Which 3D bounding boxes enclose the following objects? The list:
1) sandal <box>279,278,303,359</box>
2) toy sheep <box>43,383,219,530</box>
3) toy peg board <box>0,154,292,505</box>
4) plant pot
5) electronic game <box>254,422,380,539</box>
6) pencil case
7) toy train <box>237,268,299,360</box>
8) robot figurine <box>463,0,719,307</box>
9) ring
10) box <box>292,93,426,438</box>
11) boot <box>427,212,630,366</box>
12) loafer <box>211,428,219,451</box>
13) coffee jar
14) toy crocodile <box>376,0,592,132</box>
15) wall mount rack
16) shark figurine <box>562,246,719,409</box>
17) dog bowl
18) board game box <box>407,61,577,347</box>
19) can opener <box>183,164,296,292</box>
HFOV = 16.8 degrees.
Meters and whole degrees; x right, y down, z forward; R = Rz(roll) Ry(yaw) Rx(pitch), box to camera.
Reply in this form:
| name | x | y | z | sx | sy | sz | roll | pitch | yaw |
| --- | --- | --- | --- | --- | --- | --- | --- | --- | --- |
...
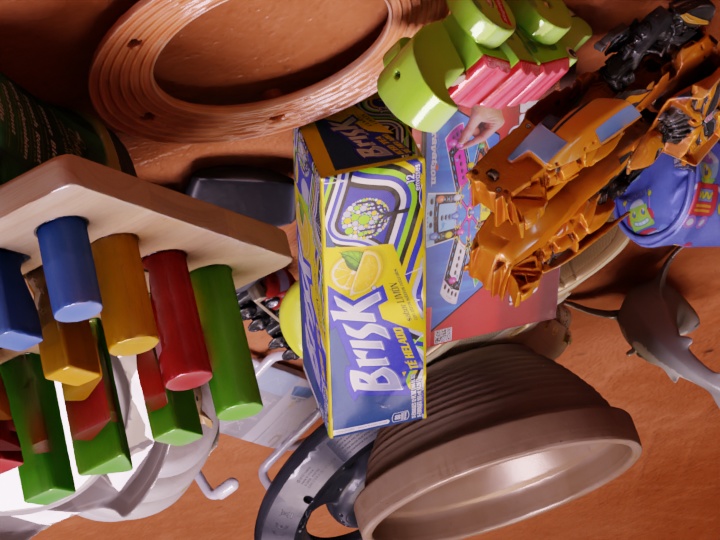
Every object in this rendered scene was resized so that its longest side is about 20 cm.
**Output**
| name | x | y | z | sx | sy | sz | roll | pitch | yaw |
| --- | --- | --- | --- | --- | --- | --- | --- | --- | --- |
| sandal | 0.037 | -0.015 | 1.554 | 0.199 | 0.080 | 0.087 | -25 | -168 | 2 |
| toy sheep | -0.162 | 0.102 | 1.587 | 0.137 | 0.139 | 0.200 | -3 | 168 | -32 |
| toy peg board | -0.158 | 0.042 | 1.260 | 0.199 | 0.099 | 0.199 | -25 | 158 | 25 |
| plant pot | 0.083 | 0.111 | 1.650 | 0.199 | 0.093 | 0.201 | -16 | 161 | -6 |
| electronic game | 0.009 | 0.151 | 1.762 | 0.199 | 0.042 | 0.201 | -28 | 146 | -20 |
| pencil case | 0.252 | -0.058 | 1.588 | 0.199 | 0.088 | 0.078 | 0 | -177 | -37 |
| toy train | -0.062 | 0.015 | 1.586 | 0.046 | 0.034 | 0.200 | -33 | 155 | 5 |
| robot figurine | 0.143 | -0.071 | 1.410 | 0.200 | 0.058 | 0.145 | -37 | 153 | -21 |
| ring | -0.048 | -0.124 | 1.286 | 0.199 | 0.019 | 0.201 | -14 | 158 | -6 |
| box | 0.000 | 0.000 | 1.437 | 0.064 | 0.070 | 0.201 | -11 | 130 | -11 |
| boot | 0.118 | 0.012 | 1.664 | 0.199 | 0.073 | 0.155 | -34 | 158 | 19 |
| loafer | -0.172 | 0.125 | 1.713 | 0.199 | 0.076 | 0.069 | -19 | 162 | 31 |
| coffee jar | -0.196 | -0.053 | 1.251 | 0.104 | 0.086 | 0.200 | -25 | 157 | 18 |
| toy crocodile | 0.071 | -0.113 | 1.307 | 0.067 | 0.062 | 0.200 | -42 | 166 | 26 |
| wall mount rack | -0.031 | 0.099 | 1.752 | 0.174 | 0.075 | 0.200 | -45 | 153 | 12 |
| shark figurine | 0.228 | 0.030 | 1.752 | 0.127 | 0.215 | 0.090 | 22 | 102 | -16 |
| dog bowl | -0.210 | 0.074 | 1.443 | 0.198 | 0.059 | 0.202 | -1 | 116 | -3 |
| board game box | 0.074 | -0.041 | 1.464 | 0.102 | 0.019 | 0.201 | -13 | 132 | -15 |
| can opener | -0.132 | -0.024 | 1.422 | 0.199 | 0.079 | 0.063 | -1 | -168 | -28 |
